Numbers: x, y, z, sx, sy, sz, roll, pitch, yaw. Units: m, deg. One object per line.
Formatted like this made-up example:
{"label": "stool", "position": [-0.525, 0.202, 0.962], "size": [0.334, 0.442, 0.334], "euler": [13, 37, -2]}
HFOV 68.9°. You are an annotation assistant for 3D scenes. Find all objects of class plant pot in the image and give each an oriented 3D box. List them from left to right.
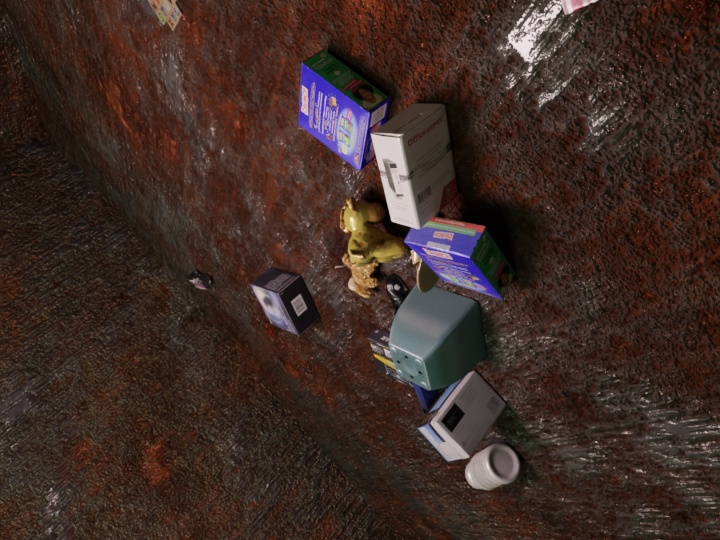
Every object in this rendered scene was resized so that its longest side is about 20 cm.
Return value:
{"label": "plant pot", "position": [0.183, 0.186, 1.354], "size": [0.194, 0.200, 0.199], "euler": [18, 139, 40]}

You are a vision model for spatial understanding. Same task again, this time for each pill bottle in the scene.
{"label": "pill bottle", "position": [0.401, 0.612, 1.622], "size": [0.114, 0.114, 0.201], "euler": [42, 149, 12]}

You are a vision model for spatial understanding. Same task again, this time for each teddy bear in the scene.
{"label": "teddy bear", "position": [0.000, 0.000, 1.522], "size": [0.145, 0.066, 0.200], "euler": [48, 150, 7]}

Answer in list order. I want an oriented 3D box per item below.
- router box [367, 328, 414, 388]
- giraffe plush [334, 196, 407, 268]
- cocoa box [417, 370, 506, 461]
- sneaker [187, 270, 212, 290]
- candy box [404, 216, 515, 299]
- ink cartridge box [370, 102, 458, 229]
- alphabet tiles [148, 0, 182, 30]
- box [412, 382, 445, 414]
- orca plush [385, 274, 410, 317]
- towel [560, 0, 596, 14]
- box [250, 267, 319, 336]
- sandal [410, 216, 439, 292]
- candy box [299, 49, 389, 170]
{"label": "router box", "position": [0.125, 0.288, 1.689], "size": [0.198, 0.052, 0.159], "euler": [18, 137, 43]}
{"label": "giraffe plush", "position": [0.014, -0.102, 1.327], "size": [0.172, 0.196, 0.166], "euler": [-20, 79, 62]}
{"label": "cocoa box", "position": [0.281, 0.407, 1.467], "size": [0.133, 0.200, 0.131], "euler": [45, 150, 4]}
{"label": "sneaker", "position": [-0.798, 0.064, 2.668], "size": [0.199, 0.080, 0.087], "euler": [25, 155, 49]}
{"label": "candy box", "position": [0.215, -0.030, 1.117], "size": [0.167, 0.078, 0.199], "euler": [19, 167, 41]}
{"label": "ink cartridge box", "position": [0.114, -0.212, 1.056], "size": [0.082, 0.146, 0.203], "euler": [20, 138, 41]}
{"label": "alphabet tiles", "position": [-0.569, -0.787, 1.465], "size": [0.165, 0.006, 0.202], "euler": [-7, 118, 56]}
{"label": "box", "position": [0.207, 0.323, 1.552], "size": [0.032, 0.121, 0.203], "euler": [13, 135, 43]}
{"label": "orca plush", "position": [0.108, 0.113, 1.499], "size": [0.104, 0.071, 0.203], "euler": [21, 139, 40]}
{"label": "towel", "position": [0.323, -0.426, 0.655], "size": [0.198, 0.030, 0.148], "euler": [2, 125, 52]}
{"label": "box", "position": [-0.285, 0.116, 1.978], "size": [0.196, 0.123, 0.203], "euler": [13, 134, 48]}
{"label": "sandal", "position": [0.155, -0.052, 1.275], "size": [0.070, 0.076, 0.215], "euler": [48, 150, 44]}
{"label": "candy box", "position": [-0.042, -0.352, 1.163], "size": [0.199, 0.077, 0.170], "euler": [39, 150, 16]}
